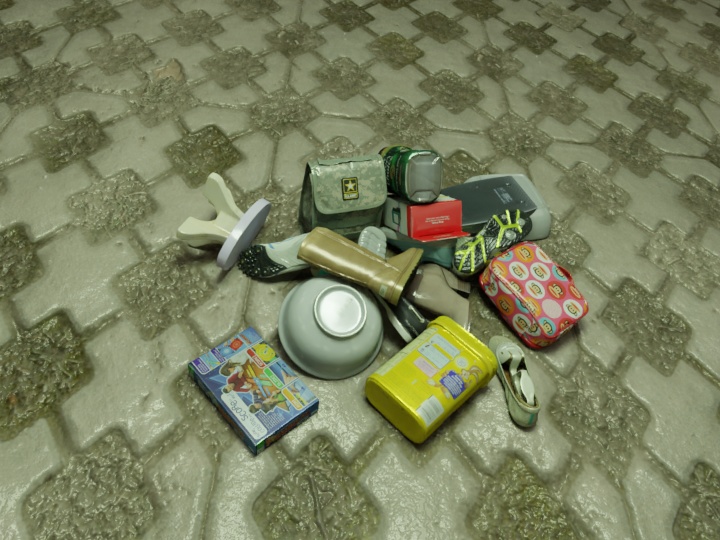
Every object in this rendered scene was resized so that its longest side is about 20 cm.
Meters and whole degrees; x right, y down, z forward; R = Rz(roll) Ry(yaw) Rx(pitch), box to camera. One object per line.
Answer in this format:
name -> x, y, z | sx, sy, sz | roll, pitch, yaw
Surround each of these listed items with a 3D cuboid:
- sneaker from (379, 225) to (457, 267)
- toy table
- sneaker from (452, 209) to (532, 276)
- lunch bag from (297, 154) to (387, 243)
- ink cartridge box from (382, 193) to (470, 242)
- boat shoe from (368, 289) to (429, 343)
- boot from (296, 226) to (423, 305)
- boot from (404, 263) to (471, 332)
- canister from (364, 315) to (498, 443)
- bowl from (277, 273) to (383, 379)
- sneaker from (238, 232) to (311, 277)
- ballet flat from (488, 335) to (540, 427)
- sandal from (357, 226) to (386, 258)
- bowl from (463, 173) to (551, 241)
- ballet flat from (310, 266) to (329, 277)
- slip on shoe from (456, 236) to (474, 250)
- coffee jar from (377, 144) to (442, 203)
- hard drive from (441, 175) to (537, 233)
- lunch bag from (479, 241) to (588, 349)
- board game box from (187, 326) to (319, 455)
sneaker -> 0.115, -0.048, 1.337 | 0.199, 0.083, 0.073 | 16, 24, 42
toy table -> -0.275, -0.097, 1.259 | 0.116, 0.185, 0.200 | 29, 27, -2
sneaker -> 0.267, -0.059, 1.291 | 0.199, 0.076, 0.076 | -32, 79, -10
lunch bag -> -0.038, -0.150, 1.316 | 0.162, 0.201, 0.118 | -10, 47, -19
ink cartridge box -> 0.133, -0.115, 1.289 | 0.115, 0.068, 0.200 | -9, 18, -18
boat shoe -> 0.056, 0.043, 1.194 | 0.060, 0.074, 0.201 | -36, 72, 0
boot -> 0.007, -0.030, 1.150 | 0.198, 0.067, 0.175 | 25, 30, 10
boot -> 0.143, 0.061, 1.229 | 0.144, 0.071, 0.201 | 13, 35, 0
canister -> 0.123, 0.187, 1.092 | 0.199, 0.087, 0.148 | -33, 58, -33
bowl -> -0.044, 0.086, 1.113 | 0.199, 0.090, 0.203 | 5, 67, -13
sneaker -> -0.150, -0.029, 1.260 | 0.198, 0.072, 0.073 | -10, 88, 13
ballet flat -> 0.287, 0.186, 1.135 | 0.067, 0.063, 0.201 | -1, 46, -11
sandal -> 0.006, 0.004, 1.279 | 0.082, 0.050, 0.204 | 28, 60, -9
bowl -> 0.346, -0.162, 1.482 | 0.197, 0.075, 0.201 | -3, 45, -13
ballet flat -> -0.075, 0.015, 1.246 | 0.070, 0.068, 0.201 | 7, 42, 15
slip on shoe -> 0.223, -0.049, 1.364 | 0.198, 0.075, 0.061 | 9, 0, 12
coffee jar -> 0.095, -0.203, 1.286 | 0.084, 0.106, 0.200 | -4, 15, -15
hard drive -> 0.271, -0.143, 1.371 | 0.198, 0.043, 0.136 | -13, 47, -14
lunch bag -> 0.356, 0.040, 1.254 | 0.175, 0.082, 0.201 | -26, 69, -29
board game box -> -0.184, 0.199, 1.065 | 0.135, 0.035, 0.200 | -29, 56, -31
